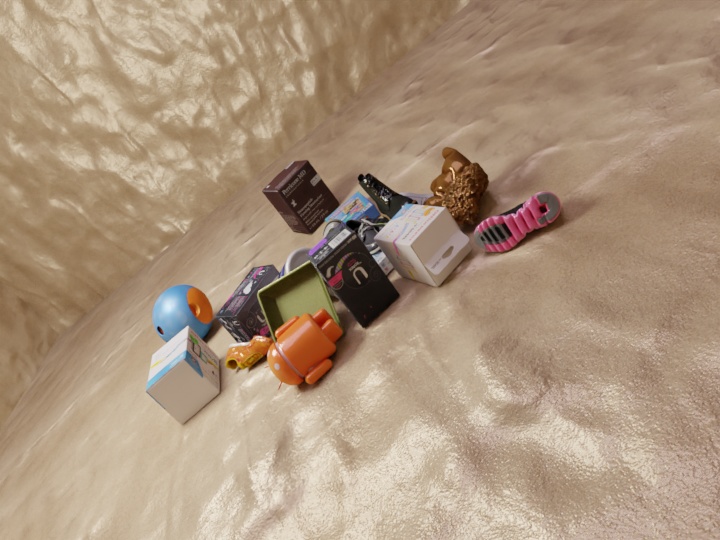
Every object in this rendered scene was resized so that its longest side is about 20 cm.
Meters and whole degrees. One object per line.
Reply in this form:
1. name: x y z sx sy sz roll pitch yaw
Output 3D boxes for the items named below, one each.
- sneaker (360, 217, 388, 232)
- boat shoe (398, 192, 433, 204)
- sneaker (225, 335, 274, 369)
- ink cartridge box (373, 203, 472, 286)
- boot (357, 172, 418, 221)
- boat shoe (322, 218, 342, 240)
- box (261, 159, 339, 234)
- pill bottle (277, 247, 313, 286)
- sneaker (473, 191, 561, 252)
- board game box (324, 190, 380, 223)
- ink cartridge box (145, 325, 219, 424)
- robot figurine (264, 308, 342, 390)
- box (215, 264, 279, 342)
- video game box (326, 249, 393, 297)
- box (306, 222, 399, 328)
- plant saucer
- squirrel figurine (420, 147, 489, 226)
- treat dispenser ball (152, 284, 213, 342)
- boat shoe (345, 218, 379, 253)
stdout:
1. sneaker: 0.061 -0.112 1.717 0.081 0.074 0.199 -21 19 -20
2. boat shoe: 0.136 -0.169 1.668 0.065 0.074 0.198 -45 23 -25
3. sneaker: -0.291 0.227 1.649 0.197 0.072 0.079 -25 49 39
4. ink cartridge box: 0.148 -0.062 1.402 0.129 0.126 0.199 -45 24 -15
5. boot: 0.061 -0.195 1.576 0.078 0.139 0.199 -46 15 -13
6. boat shoe: -0.078 -0.051 1.693 0.072 0.203 0.070 9 47 -3
7. box: -0.214 -0.261 2.183 0.166 0.201 0.163 -46 25 -16
8. pill bottle: -0.166 0.023 1.667 0.116 0.115 0.200 -51 1 -25
9. sneaker: 0.335 -0.105 1.292 0.196 0.081 0.095 -26 5 27
10. board game box: -0.029 -0.170 1.945 0.151 0.045 0.200 -40 24 2
11. ink cartridge box: -0.496 0.291 1.719 0.145 0.148 0.200 -38 24 2
12. robot figurine: -0.134 0.183 1.411 0.199 0.145 0.117 -41 3 -2
13. box: -0.298 0.103 1.767 0.113 0.133 0.202 -6 41 45
14. video game box: 0.000 0.000 1.614 0.182 0.047 0.199 -44 24 -14
15. box: -0.018 0.010 1.428 0.122 0.201 0.106 -40 24 -4
16. plant saucer: -0.143 0.105 1.524 0.197 0.205 0.048 -28 -12 23
17. squirrel figurine: 0.220 -0.178 1.490 0.187 0.141 0.200 -46 21 0
18. treat dispenser ball: -0.592 0.151 2.030 0.198 0.202 0.203 -31 25 16
19. boat shoe: 0.006 -0.095 1.636 0.072 0.063 0.199 -39 23 -8
